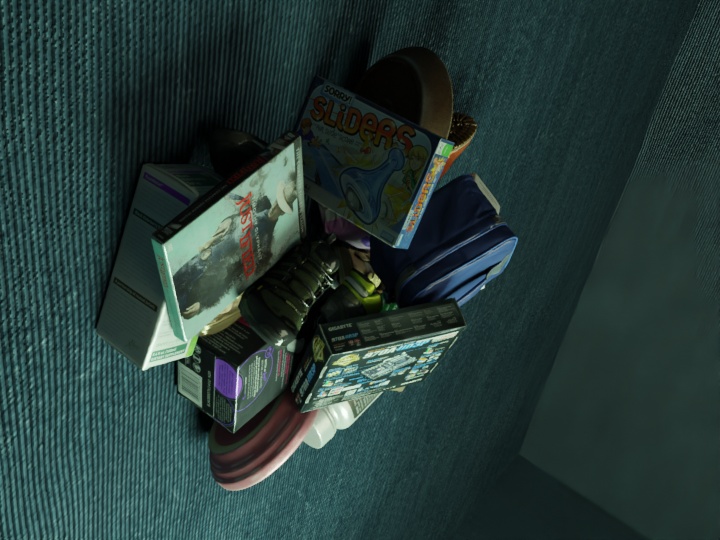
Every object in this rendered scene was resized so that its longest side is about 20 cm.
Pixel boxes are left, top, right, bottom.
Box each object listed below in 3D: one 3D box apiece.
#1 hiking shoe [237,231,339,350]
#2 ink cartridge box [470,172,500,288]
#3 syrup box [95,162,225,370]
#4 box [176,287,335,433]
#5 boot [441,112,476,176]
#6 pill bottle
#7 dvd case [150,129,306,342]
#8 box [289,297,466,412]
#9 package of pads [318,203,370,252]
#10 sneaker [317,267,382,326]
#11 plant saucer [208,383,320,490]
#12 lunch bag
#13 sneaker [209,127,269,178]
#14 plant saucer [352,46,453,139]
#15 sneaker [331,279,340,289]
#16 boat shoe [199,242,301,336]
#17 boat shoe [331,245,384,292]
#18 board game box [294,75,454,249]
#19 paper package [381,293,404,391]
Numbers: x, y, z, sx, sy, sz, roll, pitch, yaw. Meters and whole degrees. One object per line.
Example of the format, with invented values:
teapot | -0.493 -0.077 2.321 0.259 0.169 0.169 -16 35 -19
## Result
hiking shoe | -0.074 0.011 0.954 0.101 0.076 0.201 -44 -166 20
ink cartridge box | 0.135 -0.044 1.362 0.086 0.146 0.201 47 39 -26
syrup box | -0.201 -0.007 0.891 0.078 0.081 0.202 -13 129 -60
box | -0.135 0.091 1.104 0.199 0.105 0.124 -37 147 -44
boot | 0.108 -0.172 1.358 0.200 0.075 0.108 -41 154 -22
pill bottle | -0.025 0.165 1.288 0.200 0.113 0.115 -41 151 -27
dvd case | -0.128 -0.036 0.879 0.200 0.022 0.147 -45 151 -35
box | 0.020 0.111 1.096 0.197 0.046 0.160 -10 150 -26
package of pads | 0.033 -0.081 1.229 0.200 0.119 0.077 21 57 -65
sneaker | -0.019 0.077 1.132 0.080 0.074 0.201 -34 148 -18
plant saucer | -0.141 0.206 1.174 0.051 0.200 0.201 47 68 -22
lunch bag | 0.109 -0.015 1.155 0.199 0.133 0.136 -32 158 -11
sneaker | -0.127 -0.062 0.946 0.201 0.074 0.117 66 35 -62
plant saucer | 0.034 -0.185 1.059 0.034 0.200 0.203 12 108 -39
sneaker | -0.071 0.043 1.221 0.082 0.075 0.201 -35 141 -14
boat shoe | -0.137 0.006 1.049 0.200 0.071 0.065 -39 149 -39
boat shoe | 0.000 0.000 1.282 0.200 0.065 0.075 46 32 -78
board game box | 0.001 -0.131 1.010 0.034 0.199 0.137 3 114 -57
paper package | 0.053 0.106 1.508 0.202 0.103 0.190 -61 157 4
